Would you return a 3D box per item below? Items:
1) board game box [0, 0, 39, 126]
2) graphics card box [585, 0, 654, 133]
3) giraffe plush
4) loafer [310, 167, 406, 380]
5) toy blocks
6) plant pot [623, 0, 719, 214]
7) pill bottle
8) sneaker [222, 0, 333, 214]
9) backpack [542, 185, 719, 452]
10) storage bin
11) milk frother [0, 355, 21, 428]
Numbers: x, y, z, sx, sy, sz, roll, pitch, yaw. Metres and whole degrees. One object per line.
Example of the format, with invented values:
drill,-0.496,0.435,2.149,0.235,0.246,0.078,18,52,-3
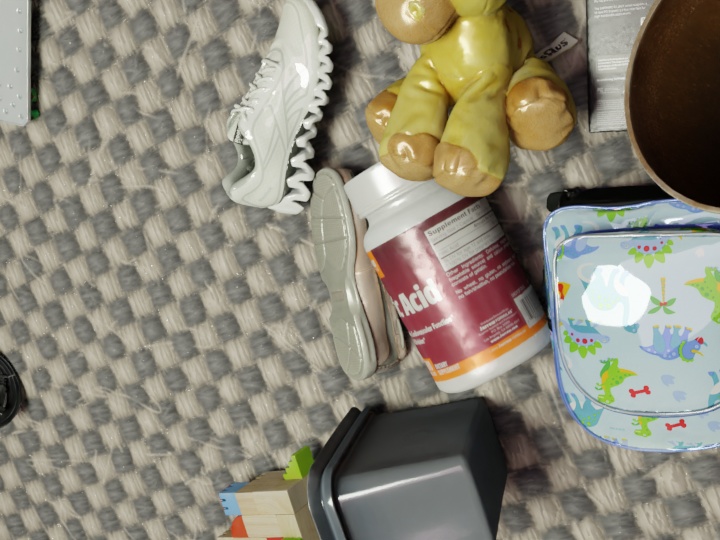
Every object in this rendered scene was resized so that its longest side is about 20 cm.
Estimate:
board game box,-0.434,-0.275,0.971,0.198,0.026,0.202,14,109,20
graphics card box,0.237,-0.209,0.677,0.124,0.051,0.202,0,102,24
giraffe plush,0.077,-0.181,0.654,0.172,0.200,0.163,24,154,40
loafer,0.000,0.000,0.838,0.072,0.062,0.202,3,104,57
toy blocks,-0.089,0.292,0.934,0.136,0.100,0.202,-12,99,37
plant pot,0.309,-0.108,0.579,0.186,0.199,0.189,-17,67,48
pill bottle,0.073,-0.007,0.765,0.114,0.114,0.201,-28,91,27
sneaker,-0.077,-0.149,0.803,0.075,0.080,0.202,39,123,59
backpack,0.232,0.040,0.690,0.182,0.147,0.202,-2,105,26
storage bin,0.056,0.198,0.788,0.133,0.200,0.147,-17,96,17
milk frother,-0.540,0.157,1.076,0.200,0.181,0.188,38,157,-20
